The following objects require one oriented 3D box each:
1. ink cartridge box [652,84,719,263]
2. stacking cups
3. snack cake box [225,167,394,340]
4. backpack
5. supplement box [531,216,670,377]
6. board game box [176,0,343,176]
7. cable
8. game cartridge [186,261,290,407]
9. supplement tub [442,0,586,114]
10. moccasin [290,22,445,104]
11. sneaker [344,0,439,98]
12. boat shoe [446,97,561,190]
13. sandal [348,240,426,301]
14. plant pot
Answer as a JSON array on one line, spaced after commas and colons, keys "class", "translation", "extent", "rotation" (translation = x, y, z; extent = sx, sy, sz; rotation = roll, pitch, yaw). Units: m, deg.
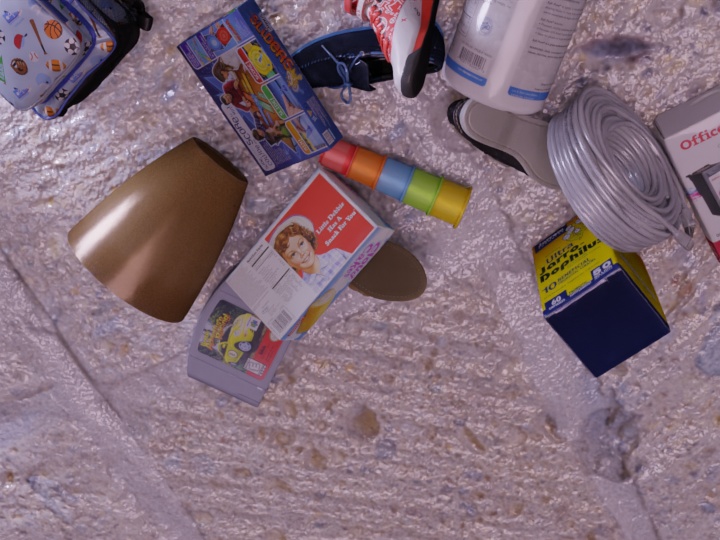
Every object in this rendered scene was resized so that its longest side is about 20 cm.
[{"class": "ink cartridge box", "translation": [0.471, -0.123, 1.231], "extent": [0.147, 0.086, 0.200], "rotation": [-27, 110, 17]}, {"class": "stacking cups", "translation": [0.042, -0.115, 1.296], "extent": [0.199, 0.061, 0.061], "rotation": [20, 115, -1]}, {"class": "snack cake box", "translation": [-0.067, -0.019, 1.304], "extent": [0.115, 0.067, 0.200], "rotation": [46, 103, 18]}, {"class": "backpack", "translation": [-0.391, -0.299, 1.206], "extent": [0.200, 0.154, 0.191], "rotation": [-38, 96, 24]}, {"class": "supplement box", "translation": [0.295, 0.020, 1.250], "extent": [0.109, 0.200, 0.110], "rotation": [-36, 107, 19]}, {"class": "board game box", "translation": [-0.126, -0.222, 1.241], "extent": [0.135, 0.034, 0.200], "rotation": [-14, 117, 46]}, {"class": "cable", "translation": [0.305, -0.119, 1.193], "extent": [0.199, 0.201, 0.069], "rotation": [21, 140, -35]}, {"class": "game cartridge", "translation": [-0.168, 0.091, 1.424], "extent": [0.133, 0.041, 0.200], "rotation": [26, 114, -2]}, {"class": "supplement tub", "translation": [0.185, -0.296, 1.157], "extent": [0.131, 0.132, 0.201], "rotation": [19, 115, -3]}, {"class": "moccasin", "translation": [0.004, -0.253, 1.214], "extent": [0.199, 0.080, 0.068], "rotation": [-14, 68, 13]}, {"class": "sneaker", "translation": [0.030, -0.286, 1.158], "extent": [0.107, 0.202, 0.067], "rotation": [7, 152, 8]}, {"class": "boat shoe", "translation": [0.195, -0.160, 1.254], "extent": [0.199, 0.060, 0.074], "rotation": [20, 94, -26]}, {"class": "sandal", "translation": [0.001, -0.006, 1.351], "extent": [0.211, 0.070, 0.078], "rotation": [11, 88, 22]}, {"class": "plant pot", "translation": [-0.243, -0.068, 1.297], "extent": [0.186, 0.186, 0.200], "rotation": [39, 97, -12]}]
